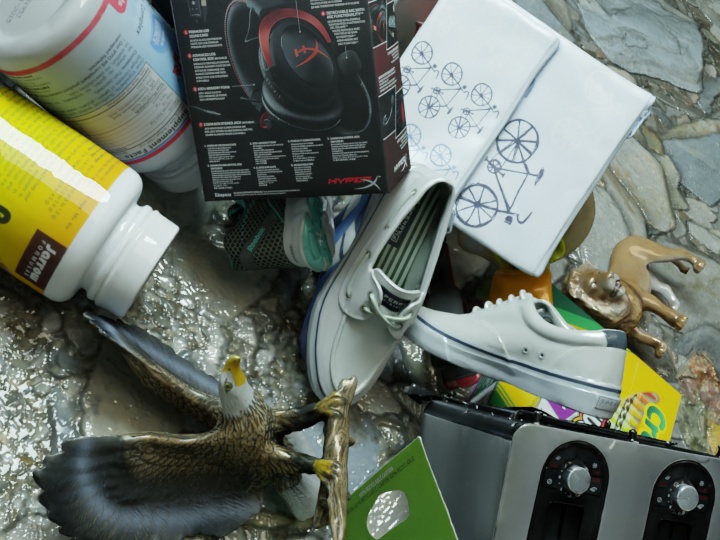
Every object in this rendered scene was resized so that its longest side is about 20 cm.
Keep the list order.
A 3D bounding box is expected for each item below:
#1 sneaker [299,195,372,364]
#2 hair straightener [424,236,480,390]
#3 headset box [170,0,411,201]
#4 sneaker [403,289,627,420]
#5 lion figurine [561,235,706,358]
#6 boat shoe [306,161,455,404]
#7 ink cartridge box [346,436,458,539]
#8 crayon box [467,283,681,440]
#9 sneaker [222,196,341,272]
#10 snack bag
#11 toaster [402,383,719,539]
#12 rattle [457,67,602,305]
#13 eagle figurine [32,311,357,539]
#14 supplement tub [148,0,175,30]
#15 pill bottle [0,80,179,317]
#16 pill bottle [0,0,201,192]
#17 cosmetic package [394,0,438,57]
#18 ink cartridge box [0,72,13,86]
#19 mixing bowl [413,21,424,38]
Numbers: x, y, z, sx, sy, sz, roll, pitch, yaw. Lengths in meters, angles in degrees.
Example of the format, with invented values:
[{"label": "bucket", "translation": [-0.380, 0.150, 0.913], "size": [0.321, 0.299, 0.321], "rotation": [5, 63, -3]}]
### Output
[{"label": "sneaker", "translation": [0.000, 0.000, 0.875], "size": [0.074, 0.082, 0.201], "rotation": [41, 63, -27]}, {"label": "hair straightener", "translation": [0.072, 0.001, 0.914], "size": [0.077, 0.040, 0.202], "rotation": [56, 27, -51]}, {"label": "headset box", "translation": [-0.050, -0.158, 0.744], "size": [0.075, 0.147, 0.202], "rotation": [-52, 137, -64]}, {"label": "sneaker", "translation": [0.118, 0.051, 0.792], "size": [0.073, 0.199, 0.072], "rotation": [20, 89, -52]}, {"label": "lion figurine", "translation": [0.276, 0.011, 1.055], "size": [0.122, 0.073, 0.200], "rotation": [33, 32, 7]}, {"label": "boat shoe", "translation": [0.014, 0.013, 0.789], "size": [0.073, 0.067, 0.202], "rotation": [16, 93, -25]}, {"label": "ink cartridge box", "translation": [0.013, 0.233, 0.666], "size": [0.075, 0.148, 0.202], "rotation": [-5, 62, -31]}, {"label": "crayon box", "translation": [0.184, 0.134, 0.906], "size": [0.172, 0.058, 0.201], "rotation": [38, 47, -5]}, {"label": "sneaker", "translation": [-0.068, -0.064, 0.866], "size": [0.201, 0.090, 0.078], "rotation": [-82, 157, -59]}, {"label": "snack bag", "translation": [0.113, -0.117, 0.842], "size": [0.199, 0.021, 0.189], "rotation": [35, 88, 1]}, {"label": "toaster", "translation": [0.136, 0.160, 0.731], "size": [0.179, 0.200, 0.120], "rotation": [13, 85, -17]}, {"label": "rattle", "translation": [0.149, -0.061, 0.870], "size": [0.129, 0.201, 0.143], "rotation": [31, 39, 6]}, {"label": "eagle figurine", "translation": [-0.103, 0.110, 0.711], "size": [0.197, 0.153, 0.152], "rotation": [2, 9, 2]}, {"label": "supplement tub", "translation": [-0.108, -0.216, 0.861], "size": [0.201, 0.121, 0.123], "rotation": [63, 37, -33]}, {"label": "pill bottle", "translation": [-0.231, -0.053, 0.726], "size": [0.199, 0.109, 0.110], "rotation": [34, 47, -9]}, {"label": "pill bottle", "translation": [-0.179, -0.143, 0.770], "size": [0.200, 0.108, 0.110], "rotation": [46, 31, -53]}, {"label": "cosmetic package", "translation": [0.041, -0.285, 1.000], "size": [0.112, 0.200, 0.081], "rotation": [-26, 76, -41]}, {"label": "ink cartridge box", "translation": [-0.332, -0.238, 0.801], "size": [0.199, 0.087, 0.146], "rotation": [36, 47, -10]}, {"label": "mixing bowl", "translation": [0.118, -0.144, 0.992], "size": [0.199, 0.109, 0.200], "rotation": [26, 11, -5]}]
